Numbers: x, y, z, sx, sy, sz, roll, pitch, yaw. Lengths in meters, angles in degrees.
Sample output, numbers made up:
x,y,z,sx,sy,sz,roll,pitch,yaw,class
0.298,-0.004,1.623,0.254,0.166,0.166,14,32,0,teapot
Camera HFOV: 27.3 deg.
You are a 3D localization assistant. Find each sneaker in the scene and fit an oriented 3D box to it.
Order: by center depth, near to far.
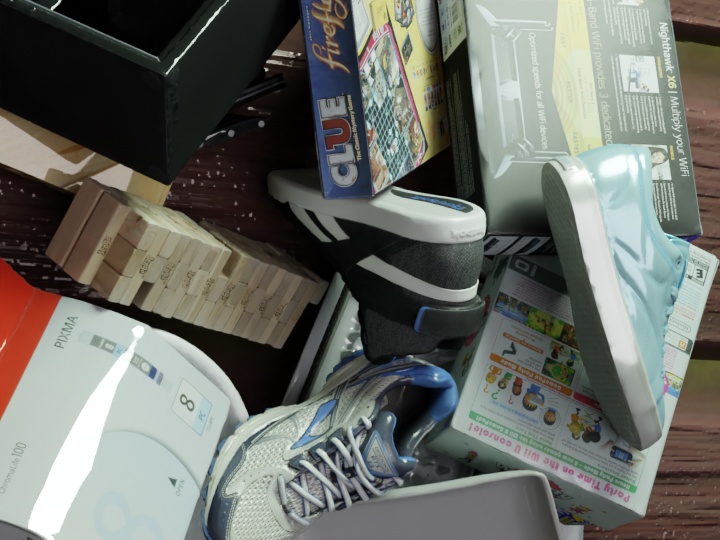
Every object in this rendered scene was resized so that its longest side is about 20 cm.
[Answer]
x,y,z,sx,sy,sz,roll,pitch,yaw,class
-0.015,0.112,0.922,0.200,0.085,0.077,-41,119,-33,sneaker
0.178,0.016,0.937,0.082,0.074,0.201,-18,107,-8,sneaker
0.000,0.000,0.955,0.073,0.200,0.112,-8,107,-34,sneaker

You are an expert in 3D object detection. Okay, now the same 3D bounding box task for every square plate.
x,y,z,sx,sy,sz,roll,pitch,yaw,class
0.048,0.206,1.015,0.197,0.028,0.200,-10,131,14,square plate

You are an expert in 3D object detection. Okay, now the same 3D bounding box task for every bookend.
x,y,z,sx,sy,sz,roll,pitch,yaw,class
-0.145,-0.181,0.868,0.198,0.092,0.200,25,55,12,bookend

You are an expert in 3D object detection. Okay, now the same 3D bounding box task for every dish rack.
x,y,z,sx,sy,sz,roll,pitch,yaw,class
0.032,0.074,1.042,0.171,0.044,0.200,28,72,-20,dish rack

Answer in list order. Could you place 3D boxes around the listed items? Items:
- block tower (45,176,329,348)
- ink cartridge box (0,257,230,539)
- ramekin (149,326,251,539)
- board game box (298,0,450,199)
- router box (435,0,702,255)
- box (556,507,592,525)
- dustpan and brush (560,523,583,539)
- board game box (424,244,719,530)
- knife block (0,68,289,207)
x,y,z,sx,sy,sz,roll,pitch,yaw,class
-0.103,0.000,0.928,0.200,0.054,0.058,18,105,-56,block tower
-0.167,0.075,0.799,0.200,0.047,0.160,47,37,-26,ink cartridge box
-0.175,0.125,0.931,0.200,0.098,0.201,-4,98,-28,ramekin
0.013,-0.130,0.960,0.034,0.200,0.136,-3,102,18,board game box
0.139,-0.111,1.009,0.157,0.052,0.201,1,74,-17,router box
0.177,0.085,1.101,0.064,0.070,0.200,29,67,-25,box
0.076,0.153,1.102,0.200,0.057,0.140,9,81,-35,dustpan and brush
0.148,0.055,1.023,0.147,0.064,0.200,26,67,-7,board game box
-0.149,-0.126,0.931,0.200,0.064,0.176,23,85,-28,knife block
